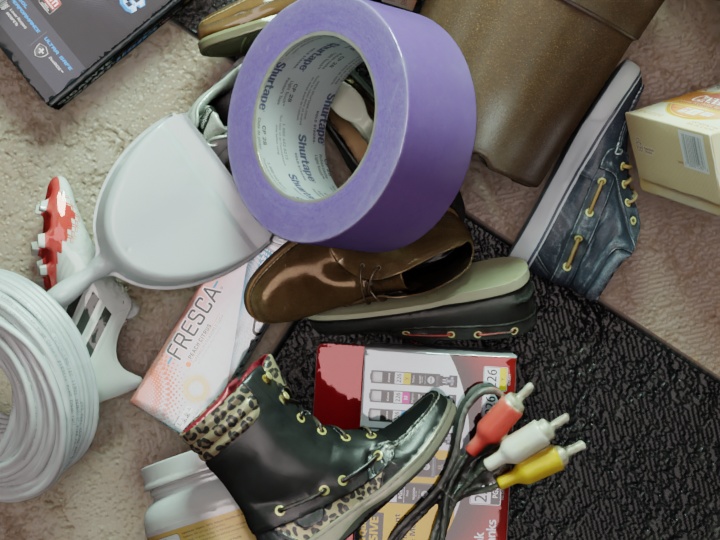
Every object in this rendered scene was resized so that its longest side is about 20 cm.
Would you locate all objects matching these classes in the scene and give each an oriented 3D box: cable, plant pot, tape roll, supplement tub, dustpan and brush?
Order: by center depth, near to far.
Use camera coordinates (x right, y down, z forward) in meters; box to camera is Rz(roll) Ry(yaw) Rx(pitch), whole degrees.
[{"bbox_3d":[-0.009,-0.117,1.450,0.200,0.085,0.200,-6,82,42],"label":"tape roll"},{"bbox_3d":[0.083,0.171,1.483,0.200,0.050,0.097,-42,93,0],"label":"cable"},{"bbox_3d":[0.127,-0.189,1.508,0.200,0.200,0.199,28,99,2],"label":"plant pot"},{"bbox_3d":[-0.193,-0.022,1.523,0.200,0.057,0.140,-37,98,-8],"label":"dustpan and brush"},{"bbox_3d":[-0.098,0.245,1.524,0.144,0.145,0.200,-18,83,2],"label":"supplement tub"},{"bbox_3d":[-0.312,0.097,1.533,0.200,0.069,0.200,-25,93,35],"label":"cable"}]

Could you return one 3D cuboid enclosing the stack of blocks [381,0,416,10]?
[{"bbox_3d":[0.050,-0.334,1.518,0.058,0.115,0.200,17,59,-3],"label":"stack of blocks"}]

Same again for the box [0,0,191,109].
[{"bbox_3d":[-0.254,-0.278,1.585,0.198,0.050,0.200,-38,89,2],"label":"box"}]

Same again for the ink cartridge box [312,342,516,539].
[{"bbox_3d":[0.041,0.165,1.553,0.175,0.084,0.200,3,91,3],"label":"ink cartridge box"}]

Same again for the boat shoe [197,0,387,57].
[{"bbox_3d":[-0.053,-0.243,1.570,0.200,0.072,0.068,-20,85,-8],"label":"boat shoe"}]

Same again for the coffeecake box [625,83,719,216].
[{"bbox_3d":[0.343,-0.116,1.480,0.200,0.154,0.073,-18,105,-13],"label":"coffeecake box"}]

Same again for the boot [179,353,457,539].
[{"bbox_3d":[-0.033,0.129,1.455,0.200,0.073,0.151,-42,95,-13],"label":"boot"}]

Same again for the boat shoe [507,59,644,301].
[{"bbox_3d":[0.212,-0.076,1.559,0.091,0.071,0.200,28,97,-1],"label":"boat shoe"}]

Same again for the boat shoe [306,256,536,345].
[{"bbox_3d":[0.051,0.037,1.558,0.201,0.074,0.063,-7,118,12],"label":"boat shoe"}]

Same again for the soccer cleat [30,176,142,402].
[{"bbox_3d":[-0.236,0.017,1.577,0.085,0.069,0.200,-6,85,-17],"label":"soccer cleat"}]

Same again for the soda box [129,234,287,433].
[{"bbox_3d":[-0.118,0.046,1.570,0.068,0.064,0.200,31,92,2],"label":"soda box"}]

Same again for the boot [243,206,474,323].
[{"bbox_3d":[0.000,0.000,1.517,0.200,0.075,0.074,-22,123,-8],"label":"boot"}]

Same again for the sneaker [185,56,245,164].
[{"bbox_3d":[-0.139,-0.108,1.559,0.075,0.081,0.200,40,99,0],"label":"sneaker"}]

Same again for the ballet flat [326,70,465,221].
[{"bbox_3d":[0.014,-0.105,1.563,0.068,0.068,0.200,-43,89,0],"label":"ballet flat"}]
